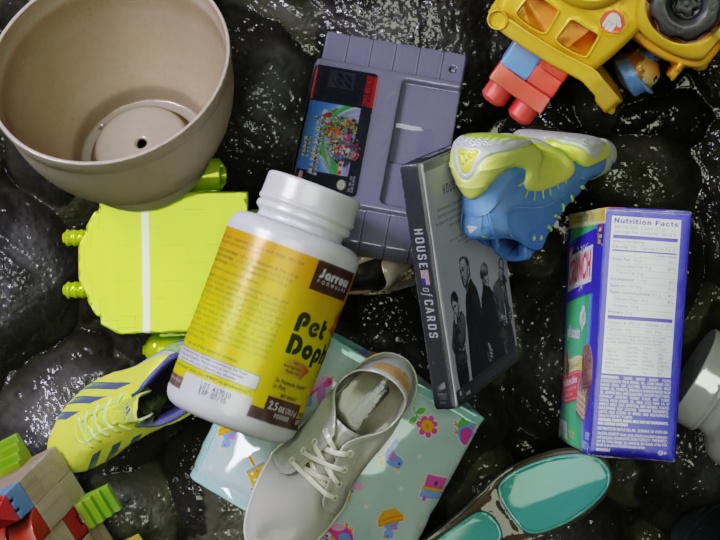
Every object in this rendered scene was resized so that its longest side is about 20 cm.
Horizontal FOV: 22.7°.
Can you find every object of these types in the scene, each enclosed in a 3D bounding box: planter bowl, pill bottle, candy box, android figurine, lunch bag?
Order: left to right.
[{"bbox_3d":[-0.193,-0.132,1.487,0.200,0.135,0.200,-4,58,7],"label":"planter bowl"},{"bbox_3d":[-0.158,-0.007,1.550,0.200,0.041,0.182,-3,90,-2],"label":"android figurine"},{"bbox_3d":[-0.070,0.027,1.409,0.109,0.109,0.200,20,89,1],"label":"pill bottle"},{"bbox_3d":[-0.025,0.143,1.508,0.200,0.122,0.170,27,91,-4],"label":"lunch bag"},{"bbox_3d":[0.214,0.049,1.478,0.077,0.169,0.200,5,89,-2],"label":"candy box"},{"bbox_3d":[0.363,0.135,1.502,0.200,0.112,0.112,30,90,2],"label":"pill bottle"}]

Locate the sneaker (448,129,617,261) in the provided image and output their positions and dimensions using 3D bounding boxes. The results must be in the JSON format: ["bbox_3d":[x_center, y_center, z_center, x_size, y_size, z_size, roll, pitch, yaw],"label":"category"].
[{"bbox_3d":[0.140,-0.063,1.489,0.076,0.200,0.105,11,101,43],"label":"sneaker"}]

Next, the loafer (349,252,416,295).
[{"bbox_3d":[0.000,0.000,1.513,0.200,0.072,0.063,-6,49,-13],"label":"loafer"}]

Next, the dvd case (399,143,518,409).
[{"bbox_3d":[0.084,-0.002,1.478,0.025,0.150,0.200,-4,100,26],"label":"dvd case"}]

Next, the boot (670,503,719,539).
[{"bbox_3d":[0.370,0.281,1.509,0.073,0.198,0.163,-47,122,-38],"label":"boot"}]

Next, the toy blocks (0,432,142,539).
[{"bbox_3d":[-0.261,0.244,1.488,0.100,0.137,0.200,-26,99,21],"label":"toy blocks"}]

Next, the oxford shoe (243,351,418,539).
[{"bbox_3d":[-0.027,0.148,1.422,0.075,0.058,0.200,38,93,3],"label":"oxford shoe"}]

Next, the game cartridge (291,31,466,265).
[{"bbox_3d":[0.012,-0.105,1.512,0.130,0.038,0.200,12,64,-2],"label":"game cartridge"}]

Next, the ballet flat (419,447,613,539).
[{"bbox_3d":[0.121,0.207,1.528,0.200,0.068,0.068,-29,91,0],"label":"ballet flat"}]

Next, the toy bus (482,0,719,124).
[{"bbox_3d":[0.199,-0.199,1.508,0.200,0.136,0.192,31,103,-1],"label":"toy bus"}]

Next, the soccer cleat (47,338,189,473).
[{"bbox_3d":[-0.195,0.116,1.512,0.200,0.084,0.065,-31,98,20],"label":"soccer cleat"}]
